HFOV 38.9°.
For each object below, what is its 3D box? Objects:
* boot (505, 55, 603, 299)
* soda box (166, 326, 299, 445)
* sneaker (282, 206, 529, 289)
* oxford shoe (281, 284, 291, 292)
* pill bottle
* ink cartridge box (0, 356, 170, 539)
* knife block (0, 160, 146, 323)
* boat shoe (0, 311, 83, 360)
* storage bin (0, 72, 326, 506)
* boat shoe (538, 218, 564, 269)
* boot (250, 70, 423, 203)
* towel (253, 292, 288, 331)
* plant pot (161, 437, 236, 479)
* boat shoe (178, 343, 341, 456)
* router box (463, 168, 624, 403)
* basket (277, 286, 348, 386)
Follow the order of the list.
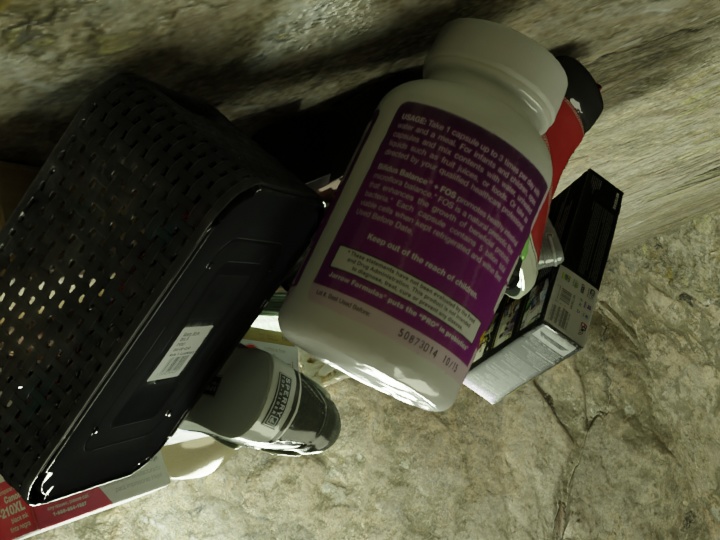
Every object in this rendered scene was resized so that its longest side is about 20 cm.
[{"bbox_3d":[0.140,-0.071,0.794,0.145,0.072,0.201,-50,157,-16],"label":"boot"},{"bbox_3d":[-0.137,0.095,0.787,0.198,0.065,0.068,-17,161,39],"label":"soda box"},{"bbox_3d":[0.018,-0.007,0.690,0.197,0.085,0.077,-6,-176,26],"label":"sneaker"},{"bbox_3d":[0.000,0.000,0.835,0.074,0.072,0.199,17,-179,27],"label":"oxford shoe"},{"bbox_3d":[0.042,-0.034,0.574,0.111,0.202,0.112,25,170,5],"label":"pill bottle"},{"bbox_3d":[-0.265,0.111,0.862,0.084,0.203,0.144,-26,170,34],"label":"ink cartridge box"},{"bbox_3d":[-0.170,-0.022,0.655,0.173,0.065,0.200,-16,172,-28],"label":"knife block"},{"bbox_3d":[-0.229,0.037,0.796,0.198,0.067,0.073,3,121,-50],"label":"boat shoe"},{"bbox_3d":[-0.123,0.012,0.547,0.201,0.093,0.135,-54,166,9],"label":"storage bin"},{"bbox_3d":[0.163,-0.055,0.977,0.064,0.076,0.203,-6,-155,15],"label":"boat shoe"},{"bbox_3d":[0.001,-0.070,0.737,0.186,0.069,0.200,-22,176,-9],"label":"boot"},{"bbox_3d":[-0.085,0.041,0.796,0.150,0.024,0.200,0,171,6],"label":"towel"},{"bbox_3d":[-0.180,0.130,1.036,0.197,0.137,0.200,4,-167,-1],"label":"plant pot"},{"bbox_3d":[-0.083,0.080,0.649,0.063,0.072,0.199,30,170,-32],"label":"boat shoe"},{"bbox_3d":[0.178,0.015,1.003,0.149,0.051,0.202,-43,-163,52],"label":"router box"},{"bbox_3d":[0.007,0.016,1.036,0.195,0.163,0.200,-19,175,-5],"label":"basket"}]
